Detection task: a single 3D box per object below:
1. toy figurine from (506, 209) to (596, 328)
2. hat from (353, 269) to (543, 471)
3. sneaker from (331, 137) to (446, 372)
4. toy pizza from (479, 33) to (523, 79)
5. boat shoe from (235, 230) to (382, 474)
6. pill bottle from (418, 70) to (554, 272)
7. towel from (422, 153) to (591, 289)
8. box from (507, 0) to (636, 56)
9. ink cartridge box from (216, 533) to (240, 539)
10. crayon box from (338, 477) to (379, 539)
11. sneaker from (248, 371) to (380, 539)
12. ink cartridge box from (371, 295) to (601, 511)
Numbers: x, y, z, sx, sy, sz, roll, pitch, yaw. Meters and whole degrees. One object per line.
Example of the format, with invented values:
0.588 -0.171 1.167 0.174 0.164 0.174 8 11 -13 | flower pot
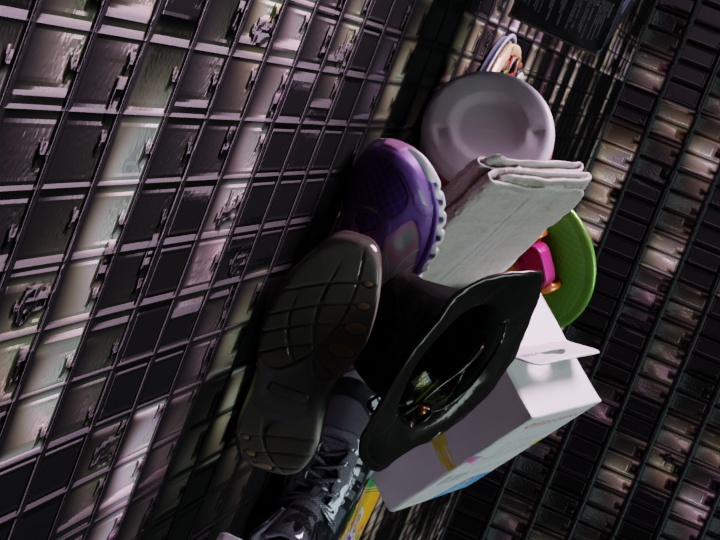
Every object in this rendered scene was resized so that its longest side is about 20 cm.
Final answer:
0.094 0.014 1.886 0.184 0.200 0.151 -25 104 -48 | toy figurine
0.046 0.049 1.430 0.200 0.081 0.201 -37 157 -19 | hat
0.000 0.000 1.458 0.088 0.080 0.201 -28 140 -52 | sneaker
0.120 -0.134 1.927 0.200 0.032 0.201 22 90 -80 | toy pizza
-0.038 0.050 1.398 0.073 0.074 0.200 -74 -172 -61 | boat shoe
0.105 -0.077 1.725 0.200 0.114 0.114 93 22 -65 | pill bottle
0.088 -0.030 1.621 0.132 0.035 0.200 2 145 -43 | towel
0.213 -0.303 1.634 0.164 0.086 0.200 -51 165 -59 | box
-0.070 0.315 1.511 0.200 0.144 0.084 102 16 -46 | ink cartridge box
-0.043 0.254 1.828 0.119 0.058 0.200 96 19 -60 | crayon box
-0.034 0.182 1.654 0.114 0.075 0.201 -55 167 -62 | sneaker
0.100 0.103 1.729 0.200 0.125 0.128 -37 164 30 | ink cartridge box
